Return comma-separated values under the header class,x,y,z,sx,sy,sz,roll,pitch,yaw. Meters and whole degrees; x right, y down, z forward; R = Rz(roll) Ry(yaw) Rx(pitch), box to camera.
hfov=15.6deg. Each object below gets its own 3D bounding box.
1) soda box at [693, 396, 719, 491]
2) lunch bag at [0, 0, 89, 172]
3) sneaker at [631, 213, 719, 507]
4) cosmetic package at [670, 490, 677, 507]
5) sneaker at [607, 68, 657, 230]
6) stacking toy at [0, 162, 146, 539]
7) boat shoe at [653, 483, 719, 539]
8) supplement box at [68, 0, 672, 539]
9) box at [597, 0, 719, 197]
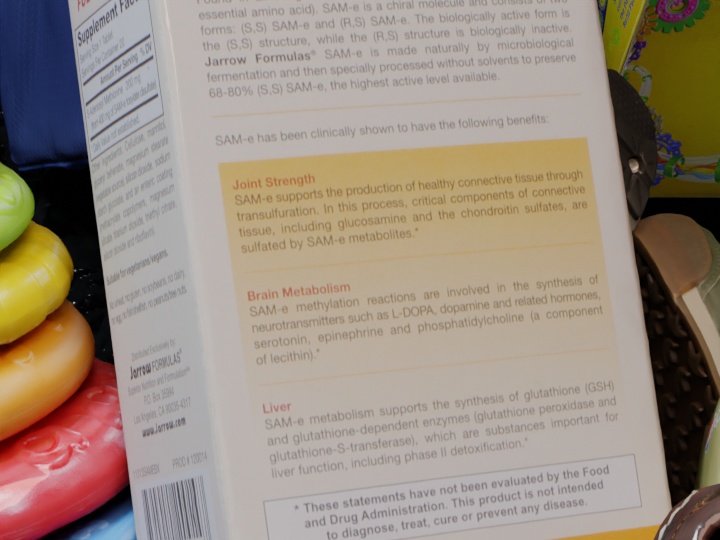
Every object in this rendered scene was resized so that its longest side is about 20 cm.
class,x,y,z,sx,sy,sz,roll,pitch,yaw
soda box,0.186,0.075,0.681,0.199,0.064,0.068,9,71,3
lunch bag,-0.043,-0.107,0.833,0.135,0.200,0.133,-13,96,-24
sneaker,0.145,0.067,0.765,0.089,0.067,0.201,-13,62,-18
cosmetic package,0.107,0.102,0.806,0.150,0.052,0.200,-33,64,-30
sneaker,0.000,0.000,0.800,0.079,0.200,0.089,54,10,-12
stacking toy,-0.123,-0.008,0.697,0.115,0.201,0.110,-6,21,19
boat shoe,0.167,0.073,0.612,0.199,0.070,0.071,-5,70,-2
supplement box,0.000,-0.012,0.688,0.125,0.073,0.201,-4,83,-24
box,0.160,-0.135,0.941,0.199,0.122,0.193,0,47,-16
